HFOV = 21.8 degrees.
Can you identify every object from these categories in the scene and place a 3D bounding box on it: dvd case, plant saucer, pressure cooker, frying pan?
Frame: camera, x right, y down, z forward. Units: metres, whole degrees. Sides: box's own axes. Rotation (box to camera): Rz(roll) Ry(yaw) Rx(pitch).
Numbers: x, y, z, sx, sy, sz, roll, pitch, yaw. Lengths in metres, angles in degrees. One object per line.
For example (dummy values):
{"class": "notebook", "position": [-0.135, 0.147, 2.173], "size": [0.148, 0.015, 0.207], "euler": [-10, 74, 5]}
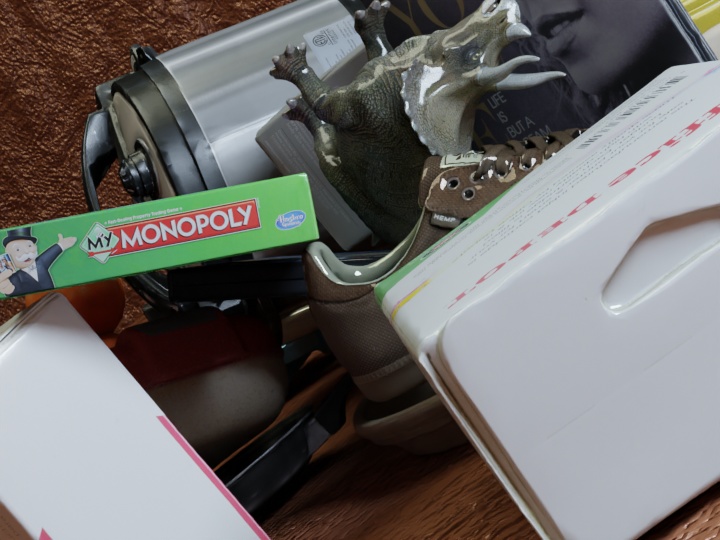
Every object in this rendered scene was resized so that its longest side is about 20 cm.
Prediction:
{"class": "dvd case", "position": [0.070, -0.113, 0.825], "size": [0.016, 0.201, 0.148], "euler": [-37, 5, -39]}
{"class": "dvd case", "position": [0.000, 0.000, 0.932], "size": [0.141, 0.018, 0.200], "euler": [-3, 1, 12]}
{"class": "plant saucer", "position": [0.084, 0.019, 0.819], "size": [0.199, 0.030, 0.200], "euler": [-36, 6, 4]}
{"class": "pressure cooker", "position": [-0.065, -0.061, 1.117], "size": [0.199, 0.180, 0.176], "euler": [-24, 23, -13]}
{"class": "frying pan", "position": [-0.035, 0.085, 0.934], "size": [0.190, 0.031, 0.115], "euler": [-38, 2, -3]}

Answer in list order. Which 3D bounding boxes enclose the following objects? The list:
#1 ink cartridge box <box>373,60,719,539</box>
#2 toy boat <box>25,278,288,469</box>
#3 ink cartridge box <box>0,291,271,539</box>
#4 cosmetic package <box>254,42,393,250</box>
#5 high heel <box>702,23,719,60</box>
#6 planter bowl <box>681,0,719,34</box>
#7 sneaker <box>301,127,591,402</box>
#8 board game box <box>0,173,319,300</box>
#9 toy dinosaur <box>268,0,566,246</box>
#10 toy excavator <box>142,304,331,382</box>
{"class": "ink cartridge box", "position": [0.088, 0.005, 0.602], "size": [0.145, 0.088, 0.200], "euler": [-36, 3, 0]}
{"class": "toy boat", "position": [-0.132, 0.051, 0.956], "size": [0.130, 0.132, 0.200], "euler": [-15, -14, -35]}
{"class": "ink cartridge box", "position": [-0.149, 0.112, 0.826], "size": [0.083, 0.147, 0.200], "euler": [-46, 10, -34]}
{"class": "cosmetic package", "position": [0.050, -0.103, 0.944], "size": [0.200, 0.090, 0.107], "euler": [-38, 5, 43]}
{"class": "high heel", "position": [0.172, -0.069, 0.903], "size": [0.199, 0.068, 0.096], "euler": [-15, -20, 24]}
{"class": "planter bowl", "position": [0.176, -0.162, 0.998], "size": [0.199, 0.084, 0.200], "euler": [-29, 12, 6]}
{"class": "sneaker", "position": [0.064, -0.025, 0.768], "size": [0.199, 0.076, 0.070], "euler": [-35, 5, 12]}
{"class": "board game box", "position": [-0.087, -0.017, 0.827], "size": [0.133, 0.029, 0.200], "euler": [-12, 3, -2]}
{"class": "toy dinosaur", "position": [0.012, -0.053, 0.858], "size": [0.077, 0.102, 0.201], "euler": [-22, -30, -29]}
{"class": "toy excavator", "position": [-0.040, 0.028, 1.241], "size": [0.199, 0.100, 0.195], "euler": [-25, 10, 18]}
